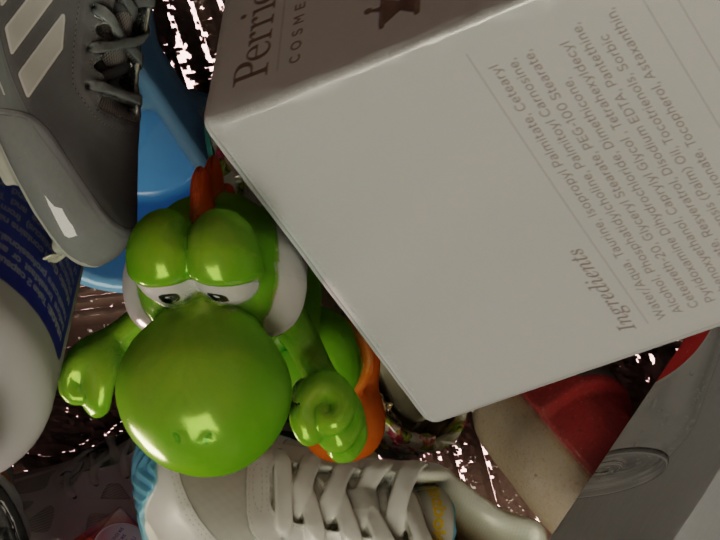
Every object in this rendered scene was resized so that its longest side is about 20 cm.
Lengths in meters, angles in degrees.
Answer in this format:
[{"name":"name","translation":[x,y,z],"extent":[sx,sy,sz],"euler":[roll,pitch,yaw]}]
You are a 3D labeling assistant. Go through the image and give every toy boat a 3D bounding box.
[{"name":"toy boat","translation":[0.150,0.086,1.204],"extent":[0.131,0.131,0.200],"euler":[-43,120,3]}]

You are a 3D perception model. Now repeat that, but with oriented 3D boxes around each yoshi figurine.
[{"name":"yoshi figurine","translation":[-0.049,0.038,1.026],"extent":[0.112,0.112,0.200],"euler":[-35,163,0]}]

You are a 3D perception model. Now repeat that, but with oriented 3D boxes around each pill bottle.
[{"name":"pill bottle","translation":[-0.159,0.008,1.027],"extent":[0.111,0.201,0.113],"euler":[4,133,4]}]

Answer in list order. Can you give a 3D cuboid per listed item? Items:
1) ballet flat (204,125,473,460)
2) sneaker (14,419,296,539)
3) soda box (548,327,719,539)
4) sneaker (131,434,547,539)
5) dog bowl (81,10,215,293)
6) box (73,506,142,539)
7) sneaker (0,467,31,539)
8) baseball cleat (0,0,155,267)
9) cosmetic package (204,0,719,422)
[{"name":"ballet flat","translation":[0.000,0.000,1.148],"extent":[0.064,0.076,0.201],"euler":[15,144,38]},{"name":"sneaker","translation":[-0.092,0.068,1.244],"extent":[0.199,0.076,0.116],"euler":[-9,122,6]},{"name":"soda box","translation":[0.163,0.050,1.102],"extent":[0.063,0.200,0.068],"euler":[43,165,-29]},{"name":"sneaker","translation":[-0.008,0.102,1.163],"extent":[0.199,0.077,0.081],"euler":[22,145,-39]},{"name":"dog bowl","translation":[-0.115,-0.069,1.122],"extent":[0.111,0.050,0.200],"euler":[-17,129,21]},{"name":"box","translation":[-0.105,0.208,1.208],"extent":[0.100,0.095,0.201],"euler":[42,152,26]},{"name":"sneaker","translation":[-0.181,0.052,1.201],"extent":[0.075,0.092,0.202],"euler":[0,96,-15]},{"name":"baseball cleat","translation":[-0.094,-0.107,0.998],"extent":[0.106,0.201,0.070],"euler":[-21,167,20]},{"name":"cosmetic package","translation":[0.076,-0.081,1.007],"extent":[0.199,0.168,0.167],"euler":[-21,128,23]}]
